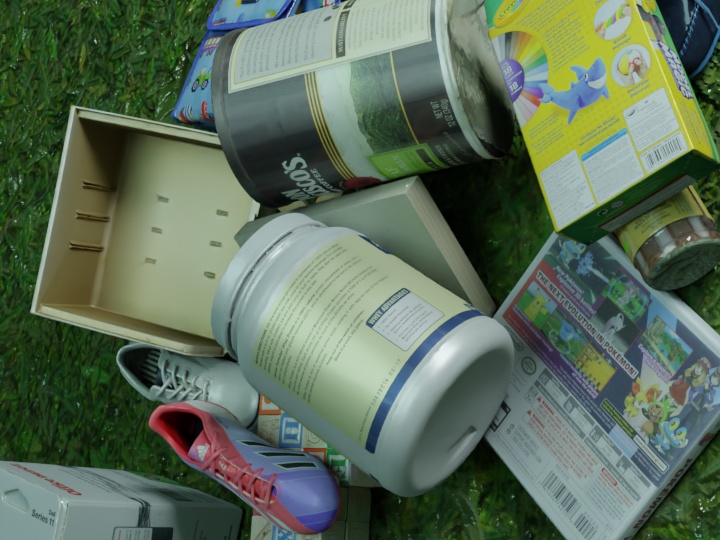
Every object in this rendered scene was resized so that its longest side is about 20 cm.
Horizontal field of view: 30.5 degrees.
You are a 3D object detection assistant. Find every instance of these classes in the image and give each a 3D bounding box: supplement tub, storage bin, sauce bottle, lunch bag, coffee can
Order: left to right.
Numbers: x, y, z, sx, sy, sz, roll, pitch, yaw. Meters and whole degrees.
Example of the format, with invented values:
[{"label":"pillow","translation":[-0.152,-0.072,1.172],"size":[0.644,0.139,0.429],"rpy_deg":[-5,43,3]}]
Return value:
[{"label":"storage bin","translation":[-0.189,-0.035,1.255],"size":[0.197,0.094,0.202],"rpy_deg":[13,92,25]},{"label":"lunch bag","translation":[-0.080,-0.224,1.229],"size":[0.150,0.094,0.202],"rpy_deg":[4,77,57]},{"label":"supplement tub","translation":[-0.001,0.058,0.989],"size":[0.199,0.145,0.146],"rpy_deg":[33,104,27]},{"label":"coffee can","translation":[0.004,-0.140,1.032],"size":[0.198,0.146,0.148],"rpy_deg":[-11,71,24]},{"label":"sauce bottle","translation":[0.191,-0.080,0.953],"size":[0.065,0.064,0.201],"rpy_deg":[-42,52,29]}]

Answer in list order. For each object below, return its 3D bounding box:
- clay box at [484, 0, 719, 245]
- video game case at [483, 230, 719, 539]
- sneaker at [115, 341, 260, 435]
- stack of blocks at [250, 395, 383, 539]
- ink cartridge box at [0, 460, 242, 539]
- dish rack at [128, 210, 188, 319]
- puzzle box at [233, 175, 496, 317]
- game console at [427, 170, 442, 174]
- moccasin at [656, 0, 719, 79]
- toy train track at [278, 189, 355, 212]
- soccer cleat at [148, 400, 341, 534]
[{"label":"clay box","translation":[0.162,-0.133,0.917],"size":[0.115,0.047,0.202],"rpy_deg":[-32,58,33]},{"label":"video game case","translation":[0.167,0.082,0.965],"size":[0.183,0.023,0.200],"rpy_deg":[-56,47,19]},{"label":"sneaker","translation":[-0.161,0.112,1.244],"size":[0.199,0.070,0.074],"rpy_deg":[10,87,45]},{"label":"stack of blocks","translation":[-0.030,0.166,1.110],"size":[0.115,0.058,0.202],"rpy_deg":[-7,75,43]},{"label":"ink cartridge box","translation":[-0.230,0.232,1.191],"size":[0.146,0.199,0.084],"rpy_deg":[11,87,45]},{"label":"dish rack","translation":[-0.243,-0.023,1.380],"size":[0.199,0.043,0.173],"rpy_deg":[31,101,43]},{"label":"puzzle box","translation":[0.000,0.000,1.083],"size":[0.199,0.134,0.025],"rpy_deg":[-11,31,42]},{"label":"game console","translation":[0.076,-0.214,1.131],"size":[0.176,0.116,0.200],"rpy_deg":[43,114,10]},{"label":"moccasin","translation":[0.224,-0.239,0.955],"size":[0.080,0.068,0.202],"rpy_deg":[-1,79,44]},{"label":"toy train track","translation":[-0.051,-0.002,1.197],"size":[0.115,0.032,0.201],"rpy_deg":[46,118,33]},{"label":"soccer cleat","translation":[-0.096,0.160,1.080],"size":[0.199,0.076,0.067],"rpy_deg":[27,98,45]}]
